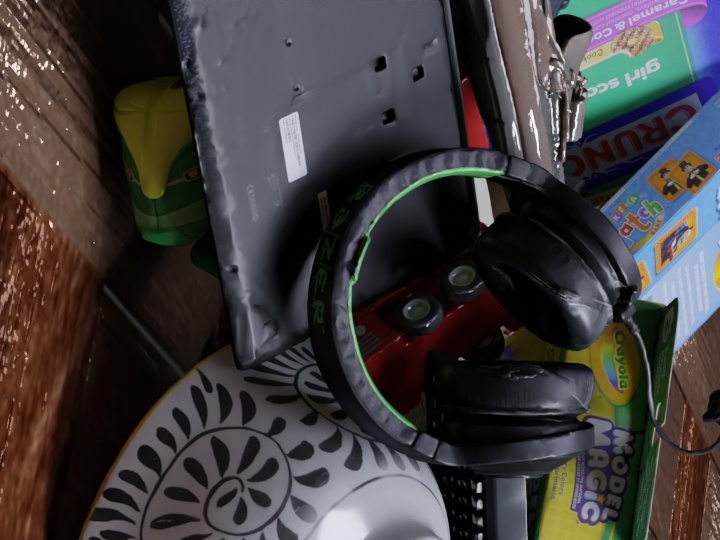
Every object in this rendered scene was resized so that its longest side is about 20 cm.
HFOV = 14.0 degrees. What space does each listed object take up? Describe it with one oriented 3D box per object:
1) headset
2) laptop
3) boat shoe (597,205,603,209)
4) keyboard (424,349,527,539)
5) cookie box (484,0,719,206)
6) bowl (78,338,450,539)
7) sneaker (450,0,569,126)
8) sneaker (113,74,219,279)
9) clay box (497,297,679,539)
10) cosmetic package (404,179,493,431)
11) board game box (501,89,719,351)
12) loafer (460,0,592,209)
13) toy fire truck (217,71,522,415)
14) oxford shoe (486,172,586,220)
[{"bbox_3d":[0.077,0.027,1.159,0.199,0.094,0.124,22,81,-25],"label":"headset"},{"bbox_3d":[-0.014,-0.089,1.188,0.200,0.103,0.178,-28,123,-31],"label":"laptop"},{"bbox_3d":[0.117,-0.063,1.727,0.200,0.072,0.072,59,37,-60],"label":"boat shoe"},{"bbox_3d":[0.044,0.142,1.253,0.040,0.104,0.201,-16,117,-24],"label":"keyboard"},{"bbox_3d":[0.109,-0.117,1.514,0.200,0.171,0.075,64,6,-55],"label":"cookie box"},{"bbox_3d":[-0.020,0.134,1.175,0.201,0.094,0.201,-31,130,-45],"label":"bowl"},{"bbox_3d":[0.114,-0.160,1.370,0.077,0.146,0.203,55,-34,42],"label":"sneaker"},{"bbox_3d":[-0.045,-0.036,1.229,0.200,0.074,0.084,3,90,-62],"label":"sneaker"},{"bbox_3d":[0.085,0.080,1.306,0.200,0.047,0.115,133,-32,-70],"label":"clay box"},{"bbox_3d":[0.007,0.033,1.392,0.105,0.071,0.200,76,24,-45],"label":"cosmetic package"},{"bbox_3d":[0.140,0.012,1.533,0.200,0.037,0.151,-44,155,-11],"label":"board game box"},{"bbox_3d":[0.075,-0.112,1.291,0.072,0.063,0.201,-108,-177,-65],"label":"loafer"},{"bbox_3d":[0.000,0.000,1.317,0.200,0.141,0.049,-36,137,-17],"label":"toy fire truck"},{"bbox_3d":[0.056,0.014,1.547,0.073,0.084,0.201,-48,158,-50],"label":"oxford shoe"}]
